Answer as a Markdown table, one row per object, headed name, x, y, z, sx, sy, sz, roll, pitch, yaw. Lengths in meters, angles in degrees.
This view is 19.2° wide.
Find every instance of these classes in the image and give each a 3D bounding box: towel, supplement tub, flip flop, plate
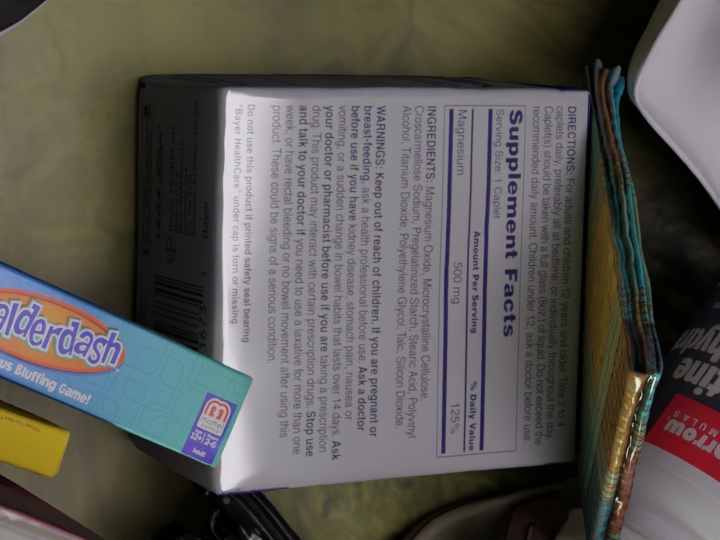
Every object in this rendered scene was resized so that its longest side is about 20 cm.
| name | x | y | z | sx | sy | sz | roll | pitch | yaw |
| --- | --- | --- | --- | --- | --- | --- | --- | --- | --- |
| towel | 0.118 | 0.019 | 1.026 | 0.022 | 0.201 | 0.147 | 1 | 138 | -3 |
| supplement tub | 0.205 | 0.094 | 1.081 | 0.140 | 0.140 | 0.200 | 44 | 76 | -26 |
| flip flop | 0.094 | 0.157 | 1.125 | 0.199 | 0.057 | 0.082 | -17 | 105 | -26 |
| plate | 0.213 | -0.134 | 1.129 | 0.200 | 0.032 | 0.200 | 41 | 74 | -52 |

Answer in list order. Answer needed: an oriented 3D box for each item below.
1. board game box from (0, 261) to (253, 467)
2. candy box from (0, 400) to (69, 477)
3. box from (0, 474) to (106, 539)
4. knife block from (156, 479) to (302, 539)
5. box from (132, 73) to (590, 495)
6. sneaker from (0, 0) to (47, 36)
| name | x | y | z | sx | sy | sz | roll | pitch | yaw |
| --- | --- | --- | --- | --- | --- | --- | --- | --- | --- |
| board game box | -0.164 | 0.016 | 0.909 | 0.199 | 0.152 | 0.045 | 27 | 84 | -30 |
| candy box | -0.230 | 0.040 | 0.904 | 0.199 | 0.102 | 0.027 | 24 | 86 | -30 |
| box | -0.196 | 0.129 | 0.879 | 0.127 | 0.200 | 0.110 | 25 | 85 | -29 |
| knife block | -0.017 | 0.181 | 1.028 | 0.064 | 0.176 | 0.200 | -43 | 134 | 7 |
| box | 0.000 | 0.000 | 1.023 | 0.199 | 0.105 | 0.185 | -2 | 98 | -28 |
| sneaker | -0.119 | -0.171 | 0.937 | 0.200 | 0.099 | 0.071 | -47 | 118 | -14 |
